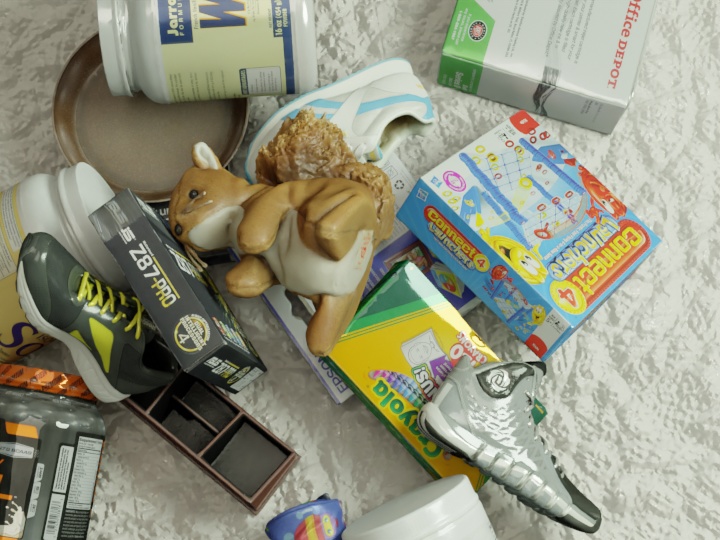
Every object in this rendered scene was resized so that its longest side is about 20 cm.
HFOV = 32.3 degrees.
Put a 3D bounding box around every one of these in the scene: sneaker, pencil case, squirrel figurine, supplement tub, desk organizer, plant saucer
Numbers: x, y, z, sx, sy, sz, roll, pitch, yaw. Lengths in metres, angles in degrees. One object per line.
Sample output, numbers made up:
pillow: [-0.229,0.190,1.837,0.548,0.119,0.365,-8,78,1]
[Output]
sneaker: [0.157,0.145,1.128,0.199,0.075,0.116,34,79,-9]
sneaker: [-0.221,0.035,1.071,0.083,0.201,0.075,-9,48,18]
pencil case: [-0.028,0.308,1.135,0.077,0.087,0.203,-11,74,-28]
squirrel figurine: [-0.073,-0.054,1.137,0.184,0.143,0.201,18,45,18]
supplement tub: [-0.143,-0.235,1.186,0.196,0.145,0.148,-5,74,-3]
supplement tub: [0.078,0.299,1.094,0.130,0.132,0.203,-25,88,-8]
supplement tub: [-0.317,0.000,1.165,0.198,0.145,0.147,-27,76,7]
supplement tub: [-0.301,0.193,1.132,0.120,0.123,0.204,8,80,2]
sneaker: [-0.022,-0.131,1.224,0.198,0.077,0.081,-29,64,-2]
desk organizer: [-0.155,0.138,1.181,0.199,0.077,0.072,38,77,9]
plant saucer: [-0.209,-0.160,1.253,0.196,0.032,0.204,0,74,0]

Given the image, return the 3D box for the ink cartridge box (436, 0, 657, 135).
ink cartridge box: [0.193,-0.244,1.290,0.197,0.084,0.148,18,75,4]

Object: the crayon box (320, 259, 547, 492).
crayon box: [0.066,0.104,1.174,0.119,0.058,0.200,-45,98,-11]

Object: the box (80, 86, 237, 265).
box: [-0.204,-0.097,1.269,0.140,0.036,0.203,-10,76,-3]

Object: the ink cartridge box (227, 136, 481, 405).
ink cartridge box: [0.000,0.000,1.241,0.199,0.047,0.199,-35,79,-9]

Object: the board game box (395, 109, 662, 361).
board game box: [0.165,-0.040,1.196,0.196,0.056,0.199,44,44,10]

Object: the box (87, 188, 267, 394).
box: [-0.158,0.025,1.116,0.049,0.200,0.162,-35,77,-1]
